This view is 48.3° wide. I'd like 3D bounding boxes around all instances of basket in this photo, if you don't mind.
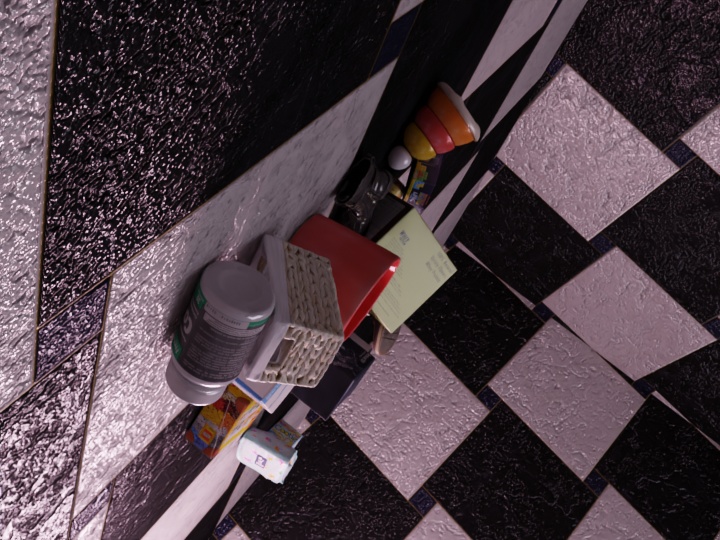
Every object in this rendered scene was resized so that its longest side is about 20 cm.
[{"bbox_3d":[-0.110,0.066,1.253,0.137,0.121,0.202,-59,-151,34],"label":"basket"}]

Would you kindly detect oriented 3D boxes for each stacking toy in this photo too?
[{"bbox_3d":[0.140,-0.284,1.695,0.199,0.147,0.146,-36,174,7],"label":"stacking toy"}]

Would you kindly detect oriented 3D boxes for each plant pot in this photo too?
[{"bbox_3d":[-0.050,0.005,1.484,0.202,0.176,0.201,-52,172,-11],"label":"plant pot"}]

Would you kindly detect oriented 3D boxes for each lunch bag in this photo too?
[{"bbox_3d":[-0.284,0.558,2.446,0.123,0.168,0.200,-58,173,-17],"label":"lunch bag"}]

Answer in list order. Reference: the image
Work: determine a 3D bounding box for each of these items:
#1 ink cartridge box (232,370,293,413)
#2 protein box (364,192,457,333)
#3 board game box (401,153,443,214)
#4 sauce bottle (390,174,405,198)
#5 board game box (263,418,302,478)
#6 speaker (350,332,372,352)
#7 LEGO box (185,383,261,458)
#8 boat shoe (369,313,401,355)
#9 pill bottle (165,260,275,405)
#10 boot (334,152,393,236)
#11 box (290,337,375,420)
[{"bbox_3d":[-0.177,0.146,1.439,0.145,0.146,0.200,-51,171,-13],"label":"ink cartridge box"},{"bbox_3d":[0.061,-0.021,1.721,0.200,0.199,0.135,-43,-147,-5],"label":"protein box"},{"bbox_3d":[0.147,-0.238,1.820,0.166,0.056,0.203,113,-6,-64],"label":"board game box"},{"bbox_3d":[0.021,-0.121,1.780,0.201,0.066,0.066,-52,172,-6],"label":"sauce bottle"},{"bbox_3d":[-0.306,0.632,2.867,0.106,0.102,0.200,-56,171,20],"label":"board game box"},{"bbox_3d":[-0.068,0.157,1.923,0.082,0.199,0.081,-51,171,-11],"label":"speaker"},{"bbox_3d":[-0.273,0.295,1.746,0.150,0.077,0.200,-56,172,16],"label":"LEGO box"},{"bbox_3d":[0.055,0.098,1.918,0.071,0.071,0.204,1,101,-50],"label":"boat shoe"},{"bbox_3d":[-0.208,0.094,1.164,0.202,0.112,0.113,-59,170,32],"label":"pill bottle"},{"bbox_3d":[-0.016,-0.134,1.562,0.202,0.069,0.174,-60,166,10],"label":"boot"},{"bbox_3d":[-0.094,0.199,1.773,0.118,0.199,0.196,-54,173,15],"label":"box"}]
